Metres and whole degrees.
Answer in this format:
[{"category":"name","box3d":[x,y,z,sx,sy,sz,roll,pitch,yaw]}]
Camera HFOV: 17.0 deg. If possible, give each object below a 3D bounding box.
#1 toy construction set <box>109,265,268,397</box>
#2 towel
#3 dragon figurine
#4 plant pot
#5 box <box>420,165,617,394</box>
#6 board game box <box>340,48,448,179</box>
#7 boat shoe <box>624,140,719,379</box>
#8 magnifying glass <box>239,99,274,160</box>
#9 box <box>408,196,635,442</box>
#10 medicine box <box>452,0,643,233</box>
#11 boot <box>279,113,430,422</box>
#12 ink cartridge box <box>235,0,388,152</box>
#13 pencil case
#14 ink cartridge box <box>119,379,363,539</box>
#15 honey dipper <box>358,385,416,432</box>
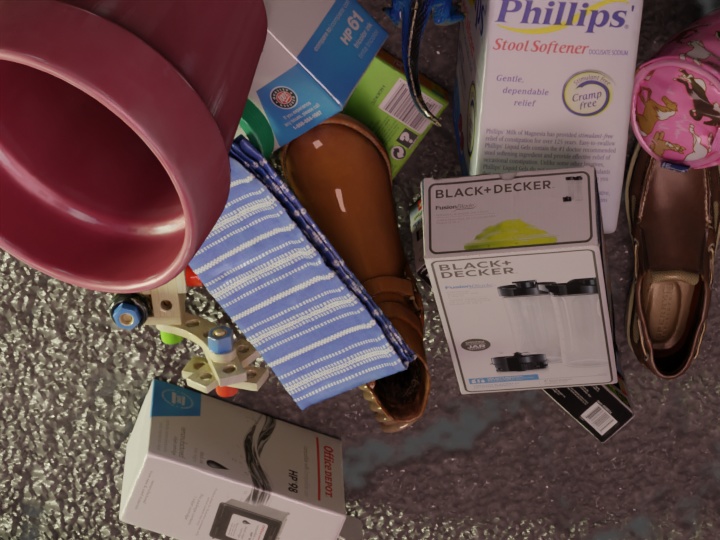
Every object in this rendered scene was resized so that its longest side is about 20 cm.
[{"category":"toy construction set","box3d":[-0.122,-0.007,1.755,0.130,0.092,0.202,-1,108,6]},{"category":"towel","box3d":[-0.063,0.005,1.650,0.200,0.024,0.144,52,144,-10]},{"category":"dragon figurine","box3d":[0.042,-0.204,1.575,0.058,0.099,0.202,10,76,8]},{"category":"plant pot","box3d":[-0.152,-0.117,1.498,0.199,0.180,0.201,18,141,16]},{"category":"box","box3d":[0.108,0.010,1.603,0.116,0.061,0.200,-4,151,7]},{"category":"board game box","box3d":[-0.044,-0.140,1.726,0.199,0.030,0.096,31,112,-18]},{"category":"boat shoe","box3d":[0.234,-0.014,1.770,0.074,0.075,0.204,-3,117,0]},{"category":"magnifying glass","box3d":[-0.139,-0.091,1.656,0.199,0.022,0.080,-3,132,44]},{"category":"box","box3d":[0.117,0.030,1.770,0.035,0.110,0.200,-42,111,18]},{"category":"medicine box","box3d":[0.124,-0.154,1.636,0.102,0.183,0.202,2,117,-3]},{"category":"boot","box3d":[0.000,0.000,1.694,0.076,0.156,0.201,-13,138,0]},{"category":"ink cartridge box","box3d":[-0.103,-0.178,1.614,0.200,0.085,0.144,44,142,-17]},{"category":"pencil case","box3d":[0.254,-0.134,1.643,0.082,0.200,0.087,-8,108,32]},{"category":"ink cartridge box","box3d":[-0.077,0.165,1.829,0.199,0.116,0.067,19,114,-11]},{"category":"honey dipper","box3d":[-0.010,0.032,1.811,0.038,0.038,0.201,-23,112,10]}]
